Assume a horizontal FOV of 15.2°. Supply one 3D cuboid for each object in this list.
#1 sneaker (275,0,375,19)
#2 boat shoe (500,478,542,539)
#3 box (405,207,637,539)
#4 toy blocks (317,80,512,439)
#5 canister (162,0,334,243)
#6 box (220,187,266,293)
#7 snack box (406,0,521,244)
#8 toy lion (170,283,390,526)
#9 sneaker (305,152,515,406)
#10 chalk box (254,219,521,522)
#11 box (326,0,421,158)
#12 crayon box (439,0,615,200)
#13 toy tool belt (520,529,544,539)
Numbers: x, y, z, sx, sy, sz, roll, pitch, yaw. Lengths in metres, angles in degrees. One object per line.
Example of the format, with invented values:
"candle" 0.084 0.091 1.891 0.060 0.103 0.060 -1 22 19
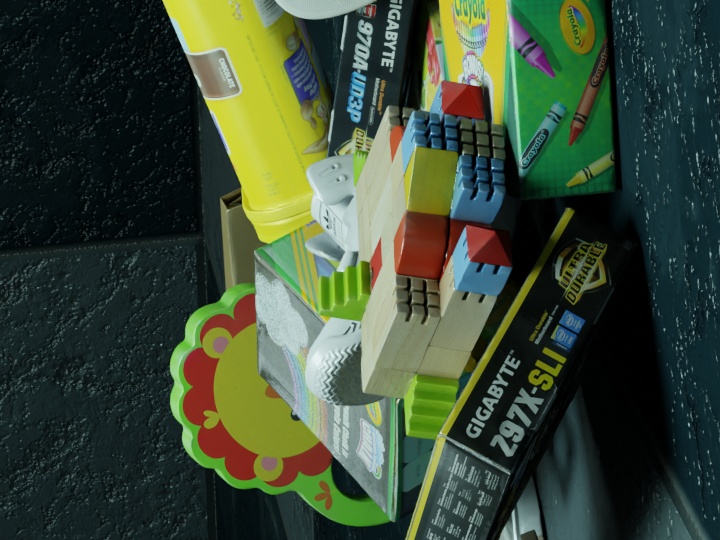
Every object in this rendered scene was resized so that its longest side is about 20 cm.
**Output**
"sneaker" 0.022 -0.248 1.691 0.200 0.073 0.112 -42 24 21
"boat shoe" 0.082 0.137 1.794 0.069 0.056 0.201 110 153 -70
"box" 0.084 0.080 1.499 0.160 0.049 0.200 -57 -10 -27
"toy blocks" 0.040 -0.029 1.503 0.137 0.099 0.201 112 161 -48
"canister" -0.070 -0.140 1.882 0.149 0.086 0.201 -95 -16 -66
"box" -0.031 -0.017 2.070 0.021 0.163 0.201 52 158 32
"snack box" 0.066 -0.071 1.787 0.200 0.053 0.143 97 167 -57
"toy lion" -0.029 0.092 1.873 0.201 0.191 0.069 62 169 -15
"sneaker" 0.000 0.000 1.626 0.200 0.114 0.075 -45 -31 -39
"chalk box" 0.038 0.060 1.701 0.200 0.123 0.125 45 150 33
"box" 0.018 -0.174 1.825 0.200 0.046 0.160 -77 -3 -55
"crayon box" 0.094 -0.111 1.560 0.200 0.058 0.120 -143 49 -79
"toy tool belt" 0.087 0.217 1.603 0.201 0.124 0.123 97 157 -52
